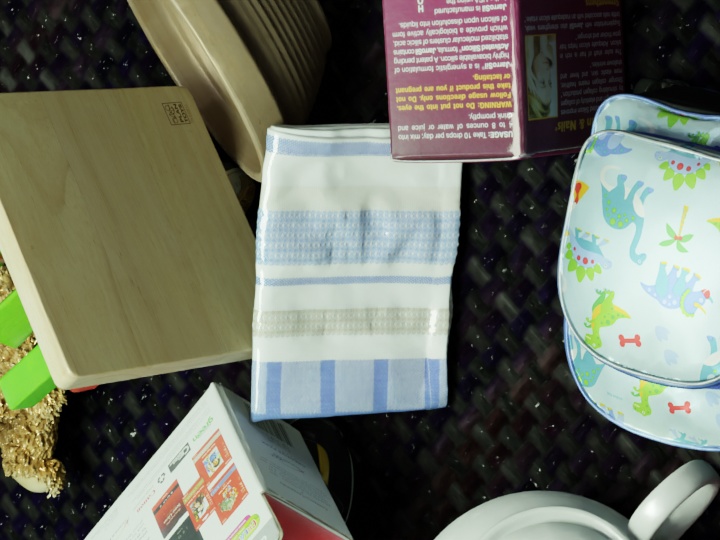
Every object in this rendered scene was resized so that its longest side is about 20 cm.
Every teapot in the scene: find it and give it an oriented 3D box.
[{"bbox_3d":[0.118,0.212,1.368,0.196,0.146,0.201,5,62,-1],"label":"teapot"}]

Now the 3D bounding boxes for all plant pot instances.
[{"bbox_3d":[-0.083,-0.167,1.505,0.092,0.201,0.201,-32,74,-10],"label":"plant pot"}]

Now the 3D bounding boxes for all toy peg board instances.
[{"bbox_3d":[-0.175,-0.009,1.481,0.098,0.199,0.201,-37,71,39],"label":"toy peg board"}]

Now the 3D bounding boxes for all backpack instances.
[{"bbox_3d":[0.203,0.003,1.323,0.182,0.147,0.201,17,109,34],"label":"backpack"}]

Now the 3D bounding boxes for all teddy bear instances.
[{"bbox_3d":[-0.253,0.072,1.676,0.066,0.145,0.201,-14,93,-10],"label":"teddy bear"}]

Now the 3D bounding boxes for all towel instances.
[{"bbox_3d":[0.000,0.000,1.472,0.024,0.146,0.201,-151,63,-63],"label":"towel"}]

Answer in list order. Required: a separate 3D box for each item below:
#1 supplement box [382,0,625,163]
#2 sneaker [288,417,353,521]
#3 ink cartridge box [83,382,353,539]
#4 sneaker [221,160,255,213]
[{"bbox_3d":[0.088,-0.171,1.388,0.103,0.131,0.201,1,96,36],"label":"supplement box"},{"bbox_3d":[-0.060,0.200,1.544,0.070,0.090,0.201,23,100,3],"label":"sneaker"},{"bbox_3d":[-0.106,0.207,1.460,0.200,0.084,0.176,-50,32,13],"label":"ink cartridge box"},{"bbox_3d":[-0.163,-0.038,1.613,0.200,0.075,0.088,-32,76,31],"label":"sneaker"}]
